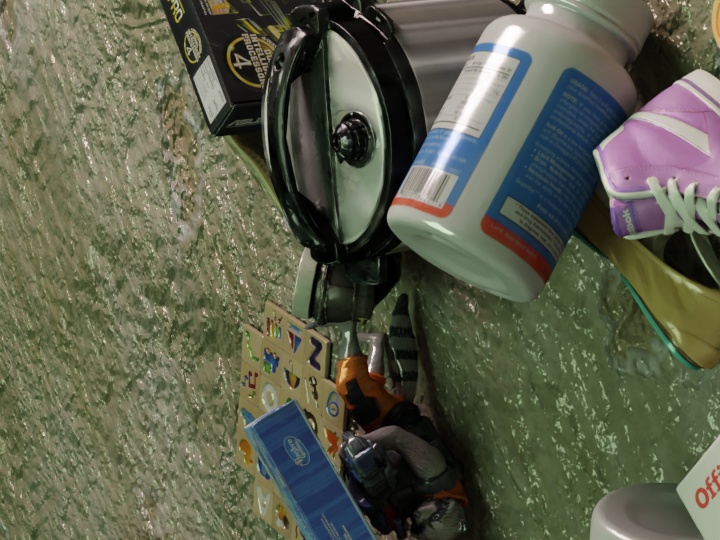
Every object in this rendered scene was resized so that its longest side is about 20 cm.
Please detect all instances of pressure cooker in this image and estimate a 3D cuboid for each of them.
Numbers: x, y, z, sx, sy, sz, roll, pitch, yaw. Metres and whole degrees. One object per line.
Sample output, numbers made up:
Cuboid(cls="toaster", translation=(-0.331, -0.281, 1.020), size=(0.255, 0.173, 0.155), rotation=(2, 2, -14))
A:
Cuboid(cls="pressure cooker", translation=(0.023, -0.101, 1.508), size=(0.177, 0.199, 0.179), rotation=(60, 142, 26))

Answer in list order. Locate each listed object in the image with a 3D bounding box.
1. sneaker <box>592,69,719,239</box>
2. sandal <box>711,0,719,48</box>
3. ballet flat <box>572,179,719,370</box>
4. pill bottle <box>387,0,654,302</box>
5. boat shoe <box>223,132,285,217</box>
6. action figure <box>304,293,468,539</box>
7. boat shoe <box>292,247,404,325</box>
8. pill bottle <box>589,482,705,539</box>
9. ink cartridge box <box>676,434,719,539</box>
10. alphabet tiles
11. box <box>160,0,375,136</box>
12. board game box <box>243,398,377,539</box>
Cuboid(cls="sneaker", translation=(0.213, -0.035, 1.296), size=(0.200, 0.114, 0.073), rotation=(42, 160, 51))
Cuboid(cls="sandal", translation=(0.259, -0.116, 1.266), size=(0.206, 0.059, 0.080), rotation=(32, 124, 50))
Cuboid(cls="ballet flat", translation=(0.184, -0.019, 1.421), size=(0.063, 0.068, 0.200), rotation=(-50, 54, 16))
Cuboid(cls="pill bottle", translation=(0.108, -0.091, 1.394), size=(0.112, 0.112, 0.201), rotation=(16, 74, 55))
Cuboid(cls="boat shoe", translation=(-0.079, -0.115, 1.733), size=(0.063, 0.073, 0.201), rotation=(26, 145, 60))
Cuboid(cls="action figure", translation=(0.027, 0.118, 1.644), size=(0.200, 0.104, 0.195), rotation=(83, 162, -75))
Cuboid(cls="boat shoe", translation=(0.000, 0.000, 1.625), size=(0.060, 0.201, 0.072), rotation=(11, 105, 9))
Cuboid(cls="pill bottle", translation=(0.196, 0.248, 1.405), size=(0.111, 0.110, 0.202), rotation=(27, 120, 52))
Cuboid(cls="ink cartridge box", translation=(0.287, 0.162, 1.266), size=(0.201, 0.084, 0.146), rotation=(61, 143, 28))
Cuboid(cls="alphabet tiles", translation=(-0.060, 0.136, 1.876), size=(0.166, 0.006, 0.202), rotation=(30, 122, 51))
Cuboid(cls="box", translation=(-0.070, -0.203, 1.666), size=(0.049, 0.160, 0.201), rotation=(-48, 57, 49))
Cuboid(cls="board game box", translation=(-0.022, 0.196, 1.671), size=(0.201, 0.043, 0.199), rotation=(60, 174, 2))
